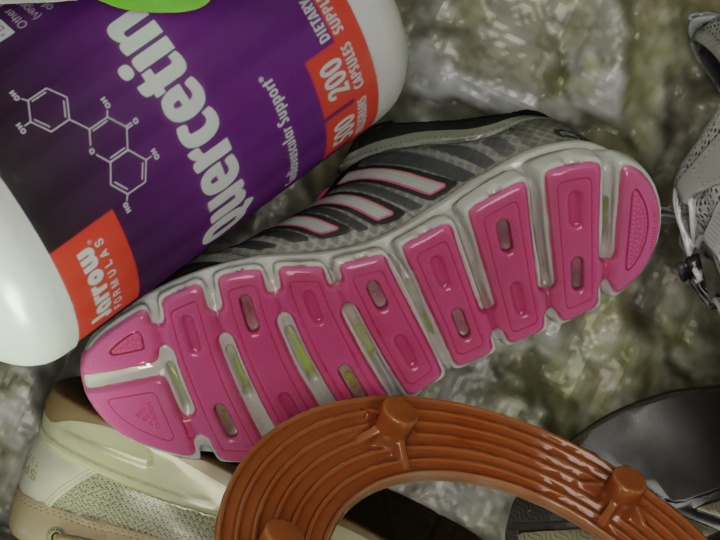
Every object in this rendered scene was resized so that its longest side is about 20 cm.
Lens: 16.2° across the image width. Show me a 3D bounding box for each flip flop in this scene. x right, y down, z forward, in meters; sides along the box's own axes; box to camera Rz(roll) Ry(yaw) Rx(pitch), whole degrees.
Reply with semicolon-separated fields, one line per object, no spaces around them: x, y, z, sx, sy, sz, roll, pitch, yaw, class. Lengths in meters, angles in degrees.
0.142;0.062;0.877;0.200;0.058;0.081;-33;77;-13;flip flop

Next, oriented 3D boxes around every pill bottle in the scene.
-0.089;-0.047;0.810;0.200;0.112;0.113;-38;94;-18;pill bottle

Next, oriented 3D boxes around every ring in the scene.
0.051;0.105;0.757;0.200;0.201;0.019;27;124;-2;ring

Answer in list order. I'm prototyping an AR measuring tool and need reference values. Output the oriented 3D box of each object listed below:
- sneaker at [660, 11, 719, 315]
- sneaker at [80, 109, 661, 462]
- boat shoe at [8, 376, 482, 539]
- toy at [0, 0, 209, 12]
0.136;-0.003;0.843;0.082;0.075;0.201;2;59;14;sneaker
0.000;0.000;0.856;0.199;0.088;0.074;-23;115;1;sneaker
-0.025;0.103;0.873;0.199;0.072;0.065;23;100;4;boat shoe
-0.056;-0.172;0.779;0.115;0.047;0.201;-2;71;18;toy
